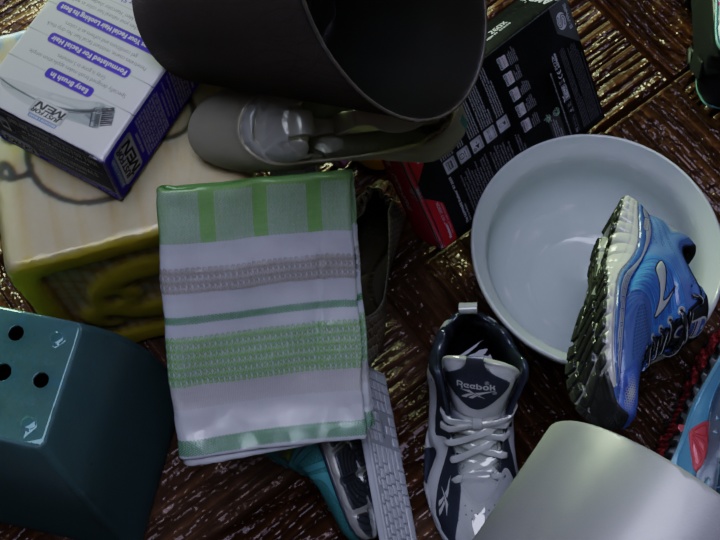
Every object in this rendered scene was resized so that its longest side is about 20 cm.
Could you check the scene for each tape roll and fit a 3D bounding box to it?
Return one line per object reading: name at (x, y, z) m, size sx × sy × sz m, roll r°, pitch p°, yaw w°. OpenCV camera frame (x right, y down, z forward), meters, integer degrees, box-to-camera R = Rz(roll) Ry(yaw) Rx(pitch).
tape roll at (0.174, 0.219, 0.814) m, size 0.202 × 0.203 × 0.140 m, roll 33°, pitch 72°, yaw 16°

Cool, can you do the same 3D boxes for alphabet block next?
alphabet block at (-0.180, -0.072, 0.964) m, size 0.193 × 0.197 × 0.202 m, roll -15°, pitch 67°, yaw -1°

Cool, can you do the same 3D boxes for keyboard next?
keyboard at (0.024, 0.169, 0.926) m, size 0.011 × 0.056 × 0.202 m, roll -22°, pitch 64°, yaw 26°

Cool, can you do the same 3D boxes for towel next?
towel at (-0.066, 0.034, 0.850) m, size 0.148 × 0.031 × 0.202 m, roll -8°, pitch 104°, yaw -16°

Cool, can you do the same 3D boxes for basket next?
basket at (-0.046, -0.177, 0.757) m, size 0.199 × 0.180 × 0.137 m, roll 10°, pitch 60°, yaw 45°

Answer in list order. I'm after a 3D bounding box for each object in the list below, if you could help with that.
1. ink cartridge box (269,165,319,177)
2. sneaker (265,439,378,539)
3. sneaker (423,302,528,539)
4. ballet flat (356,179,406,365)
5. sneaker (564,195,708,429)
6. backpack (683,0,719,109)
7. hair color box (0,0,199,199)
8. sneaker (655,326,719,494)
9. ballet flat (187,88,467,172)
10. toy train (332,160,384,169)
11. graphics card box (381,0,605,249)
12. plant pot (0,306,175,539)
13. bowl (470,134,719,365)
ink cartridge box at (-0.048, -0.129, 0.960) m, size 0.041 × 0.200 × 0.121 m, roll 4°, pitch 95°, yaw 0°
sneaker at (-0.044, 0.128, 0.948) m, size 0.080 × 0.077 × 0.201 m, roll -39°, pitch 73°, yaw 23°
sneaker at (0.086, 0.116, 0.902) m, size 0.079 × 0.130 × 0.201 m, roll 3°, pitch 67°, yaw 7°
ballet flat at (0.000, 0.000, 0.974) m, size 0.067 × 0.047 × 0.201 m, roll 12°, pitch 51°, yaw 9°
sneaker at (0.203, 0.031, 0.841) m, size 0.088 × 0.079 × 0.201 m, roll 22°, pitch 49°, yaw 3°
backpack at (0.394, -0.235, 1.022) m, size 0.198 × 0.154 × 0.177 m, roll 6°, pitch 62°, yaw -1°
hair color box at (-0.169, -0.165, 0.863) m, size 0.109 × 0.065 × 0.201 m, roll 26°, pitch 70°, yaw 13°
sneaker at (0.293, 0.117, 0.928) m, size 0.095 × 0.079 × 0.201 m, roll 28°, pitch 80°, yaw 5°
ballet flat at (-0.022, -0.104, 0.830) m, size 0.198 × 0.070 × 0.070 m, roll -5°, pitch 67°, yaw -5°
toy train at (0.033, -0.163, 1.064) m, size 0.198 × 0.056 × 0.152 m, roll 7°, pitch 68°, yaw 7°
graphics card box at (0.107, -0.128, 0.998) m, size 0.200 × 0.126 × 0.051 m, roll -39°, pitch 33°, yaw -16°
plant pot at (-0.232, 0.108, 0.888) m, size 0.140 × 0.200 × 0.143 m, roll 11°, pitch 68°, yaw 7°
bowl at (0.185, -0.001, 0.964) m, size 0.199 × 0.091 × 0.203 m, roll -1°, pitch 66°, yaw 2°
